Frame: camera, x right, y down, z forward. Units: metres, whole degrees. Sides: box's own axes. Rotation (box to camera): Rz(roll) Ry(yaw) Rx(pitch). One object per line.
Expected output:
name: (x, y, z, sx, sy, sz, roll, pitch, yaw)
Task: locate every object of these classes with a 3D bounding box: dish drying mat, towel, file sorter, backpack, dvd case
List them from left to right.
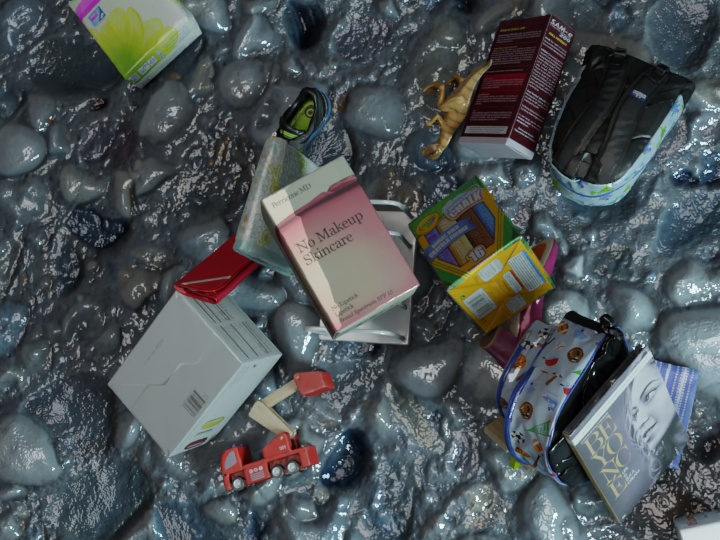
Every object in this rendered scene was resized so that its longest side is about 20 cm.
dish drying mat: (-0.198, -0.011, 1.359, 0.077, 0.200, 0.018, 14, 122, 18)
towel: (-0.112, -0.087, 1.333, 0.048, 0.200, 0.171, 10, 82, 22)
file sorter: (0.000, 0.000, 1.318, 0.139, 0.125, 0.200, 2, 81, 15)
backpack: (0.259, 0.167, 1.143, 0.154, 0.200, 0.191, 11, 59, 43)
backpack: (0.346, -0.188, 1.261, 0.163, 0.154, 0.200, 25, 66, 16)
towel: (0.348, 0.175, 1.232, 0.200, 0.024, 0.145, 15, 69, 17)
dvd case: (0.333, 0.205, 1.111, 0.149, 0.200, 0.016, -45, 36, -14)

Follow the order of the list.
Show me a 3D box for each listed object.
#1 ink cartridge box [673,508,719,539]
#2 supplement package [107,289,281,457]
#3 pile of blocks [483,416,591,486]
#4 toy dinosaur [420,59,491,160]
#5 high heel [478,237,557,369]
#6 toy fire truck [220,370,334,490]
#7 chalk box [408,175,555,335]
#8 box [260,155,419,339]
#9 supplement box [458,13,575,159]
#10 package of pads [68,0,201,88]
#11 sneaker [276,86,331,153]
ink cartridge box: (0.500, 0.333, 1.118, 0.200, 0.145, 0.084, -17, 76, 13)
supplement package: (-0.249, 0.148, 1.352, 0.156, 0.111, 0.200, 45, 111, 16)
pile of blocks: (0.264, 0.264, 1.234, 0.200, 0.062, 0.082, 19, 42, 20)
toy dinosaur: (0.148, -0.256, 1.340, 0.200, 0.060, 0.106, -63, 40, 38)
high heel: (0.248, 0.054, 1.298, 0.096, 0.067, 0.200, 38, 78, -25)
toy fire truck: (-0.127, 0.242, 1.360, 0.200, 0.049, 0.141, -19, 76, 13)
chalk box: (0.161, -0.035, 1.267, 0.124, 0.125, 0.200, -35, 42, 10)
box: (-0.029, -0.027, 1.186, 0.128, 0.109, 0.200, -30, 84, -7)
supplement box: (0.227, -0.266, 1.314, 0.109, 0.061, 0.200, 15, 85, 55)
package of pads: (-0.381, -0.432, 1.534, 0.154, 0.068, 0.200, -40, 74, 7)
sneaker: (-0.115, -0.200, 1.412, 0.071, 0.083, 0.200, 26, 89, 18)
